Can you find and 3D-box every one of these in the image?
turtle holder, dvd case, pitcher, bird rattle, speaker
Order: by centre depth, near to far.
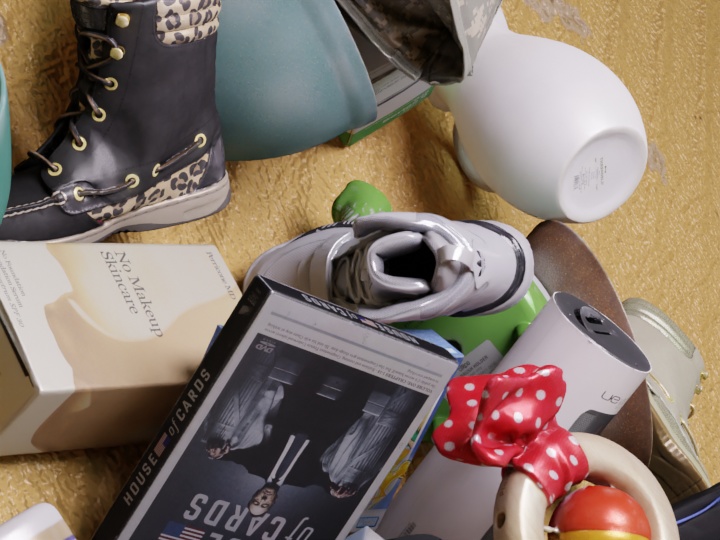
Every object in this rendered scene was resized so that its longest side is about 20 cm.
[{"bbox_3d":[-0.052,0.109,1.235,0.150,0.200,0.025,22,16,-40],"label":"dvd case"},{"bbox_3d":[0.119,0.153,1.298,0.163,0.113,0.201,16,54,-30],"label":"bird rattle"},{"bbox_3d":[0.097,0.112,1.391,0.081,0.200,0.081,34,15,-11],"label":"speaker"},{"bbox_3d":[0.049,0.035,1.487,0.185,0.141,0.132,21,17,3],"label":"turtle holder"},{"bbox_3d":[0.124,-0.101,1.618,0.121,0.172,0.200,-26,44,-18],"label":"pitcher"}]

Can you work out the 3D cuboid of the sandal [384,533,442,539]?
[{"bbox_3d":[-0.041,0.189,1.243,0.199,0.075,0.045,-9,27,-17],"label":"sandal"}]

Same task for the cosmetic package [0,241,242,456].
[{"bbox_3d":[-0.151,0.043,1.258,0.200,0.071,0.105,-2,57,-52],"label":"cosmetic package"}]

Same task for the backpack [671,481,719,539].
[{"bbox_3d":[0.270,0.248,1.539,0.191,0.200,0.154,63,21,4],"label":"backpack"}]

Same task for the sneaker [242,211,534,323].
[{"bbox_3d":[0.000,0.000,1.369,0.115,0.199,0.076,8,78,-66],"label":"sneaker"}]

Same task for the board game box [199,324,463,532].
[{"bbox_3d":[-0.035,0.099,1.311,0.034,0.136,0.200,38,22,34],"label":"board game box"}]

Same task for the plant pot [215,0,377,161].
[{"bbox_3d":[-0.096,-0.150,1.403,0.201,0.134,0.200,58,-6,10],"label":"plant pot"}]

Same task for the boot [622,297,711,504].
[{"bbox_3d":[0.239,0.128,1.686,0.200,0.072,0.155,60,26,-7],"label":"boot"}]

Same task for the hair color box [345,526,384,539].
[{"bbox_3d":[0.004,0.263,1.287,0.099,0.061,0.200,40,36,-23],"label":"hair color box"}]

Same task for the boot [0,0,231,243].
[{"bbox_3d":[-0.161,-0.092,1.268,0.199,0.151,0.073,-11,30,-32],"label":"boot"}]

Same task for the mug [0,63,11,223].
[{"bbox_3d":[-0.269,-0.068,1.154,0.152,0.115,0.185,-23,58,-22],"label":"mug"}]

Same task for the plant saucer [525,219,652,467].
[{"bbox_3d":[0.147,0.065,1.555,0.037,0.201,0.201,-17,72,-16],"label":"plant saucer"}]

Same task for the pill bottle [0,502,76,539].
[{"bbox_3d":[-0.152,0.228,1.069,0.200,0.120,0.120,58,34,2],"label":"pill bottle"}]

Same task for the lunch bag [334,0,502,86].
[{"bbox_3d":[0.040,-0.236,1.370,0.200,0.117,0.164,61,42,-36],"label":"lunch bag"}]

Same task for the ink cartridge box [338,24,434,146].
[{"bbox_3d":[-0.007,-0.185,1.526,0.146,0.084,0.200,59,-8,4],"label":"ink cartridge box"}]
